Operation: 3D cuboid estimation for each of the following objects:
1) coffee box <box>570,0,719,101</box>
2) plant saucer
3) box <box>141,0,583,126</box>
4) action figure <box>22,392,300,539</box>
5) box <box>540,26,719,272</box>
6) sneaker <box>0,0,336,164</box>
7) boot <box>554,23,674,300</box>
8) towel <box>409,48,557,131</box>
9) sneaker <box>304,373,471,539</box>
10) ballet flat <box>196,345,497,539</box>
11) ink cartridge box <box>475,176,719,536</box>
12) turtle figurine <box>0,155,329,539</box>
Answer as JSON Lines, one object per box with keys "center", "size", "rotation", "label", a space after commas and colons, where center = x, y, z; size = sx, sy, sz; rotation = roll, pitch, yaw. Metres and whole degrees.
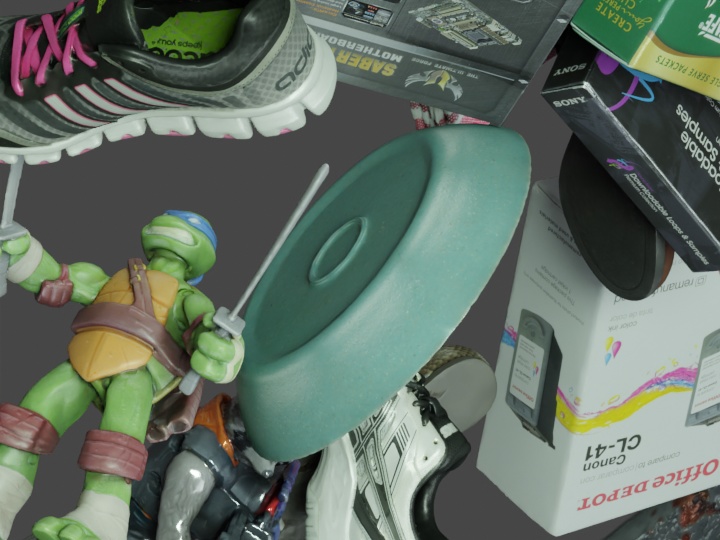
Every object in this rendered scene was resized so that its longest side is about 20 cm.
{"center": [0.189, -0.175, 1.147], "size": [0.123, 0.044, 0.201], "rotation": [13, 113, -57], "label": "coffee box"}
{"center": [0.000, 0.000, 1.201], "size": [0.036, 0.200, 0.200], "rotation": [38, 94, -20], "label": "plant saucer"}
{"center": [0.002, -0.150, 1.128], "size": [0.198, 0.049, 0.159], "rotation": [14, 148, -11], "label": "box"}
{"center": [-0.104, 0.136, 1.276], "size": [0.193, 0.200, 0.105], "rotation": [-43, 98, 8], "label": "action figure"}
{"center": [0.175, -0.120, 1.270], "size": [0.143, 0.036, 0.201], "rotation": [46, 54, -30], "label": "box"}
{"center": [-0.113, -0.102, 1.114], "size": [0.198, 0.074, 0.088], "rotation": [-3, 147, 8], "label": "sneaker"}
{"center": [0.188, -0.092, 1.348], "size": [0.199, 0.068, 0.190], "rotation": [-13, 90, -42], "label": "boot"}
{"center": [0.070, -0.169, 1.257], "size": [0.146, 0.030, 0.201], "rotation": [-46, 142, -34], "label": "towel"}
{"center": [0.018, 0.076, 1.343], "size": [0.076, 0.087, 0.202], "rotation": [-17, 105, -70], "label": "sneaker"}
{"center": [-0.014, 0.098, 1.416], "size": [0.199, 0.046, 0.068], "rotation": [-30, 120, -13], "label": "ballet flat"}
{"center": [0.163, 0.041, 1.478], "size": [0.147, 0.086, 0.201], "rotation": [-13, 125, -32], "label": "ink cartridge box"}
{"center": [-0.131, 0.031, 1.185], "size": [0.143, 0.200, 0.195], "rotation": [25, 68, -6], "label": "turtle figurine"}
